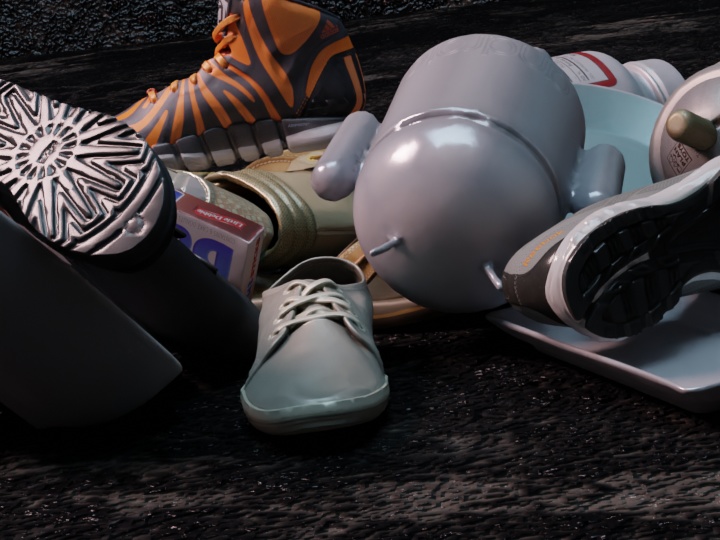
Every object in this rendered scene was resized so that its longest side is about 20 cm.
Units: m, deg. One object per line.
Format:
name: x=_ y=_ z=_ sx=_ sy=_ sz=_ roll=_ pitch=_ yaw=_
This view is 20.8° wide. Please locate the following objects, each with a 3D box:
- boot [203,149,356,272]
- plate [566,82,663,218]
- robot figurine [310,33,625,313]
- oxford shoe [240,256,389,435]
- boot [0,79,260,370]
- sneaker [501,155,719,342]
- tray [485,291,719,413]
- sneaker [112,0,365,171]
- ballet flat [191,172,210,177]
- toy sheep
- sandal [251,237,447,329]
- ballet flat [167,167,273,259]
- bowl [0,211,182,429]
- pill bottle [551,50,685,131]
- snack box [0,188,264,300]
boot: x=-0.058 y=-0.040 z=1.282 sx=0.155 sy=0.074 sz=0.199 roll=-5 pitch=15 yaw=-40
plate: x=0.155 y=-0.052 z=1.216 sx=0.198 sy=0.026 sz=0.201 roll=8 pitch=37 yaw=-6
robot figurine: x=0.060 y=-0.054 z=1.074 sx=0.168 sy=0.114 sz=0.201 roll=4 pitch=34 yaw=13
oxford shoe: x=-0.023 y=0.036 z=0.990 sx=0.074 sy=0.058 sz=0.200 roll=-4 pitch=14 yaw=2
boot: x=-0.106 y=-0.002 z=0.992 sx=0.066 sy=0.200 sz=0.165 roll=-46 pitch=48 yaw=-9
sneaker: x=0.156 y=-0.018 z=1.001 sx=0.199 sy=0.075 sz=0.079 roll=-16 pitch=9 yaw=-35
tray: x=0.152 y=0.037 z=0.971 sx=0.107 sy=0.022 sz=0.200 roll=-11 pitch=13 yaw=-22
sneaker: x=-0.099 y=-0.123 z=1.252 sx=0.198 sy=0.113 sz=0.078 roll=-10 pitch=6 yaw=-5
ballet flat: x=-0.136 y=-0.038 z=1.304 sx=0.070 sy=0.071 sz=0.200 roll=-5 pitch=6 yaw=9
toy sheep: x=0.232 y=-0.066 z=1.115 sx=0.137 sy=0.139 sz=0.199 roll=5 pitch=-10 yaw=43
sandal: x=0.000 y=0.000 z=1.143 sx=0.198 sy=0.055 sz=0.080 roll=-3 pitch=13 yaw=18
ballet flat: x=-0.150 y=-0.040 z=1.172 sx=0.198 sy=0.063 sz=0.068 roll=9 pitch=60 yaw=20
bowl: x=-0.201 y=0.005 z=1.009 sx=0.075 sy=0.200 sz=0.199 roll=-52 pitch=26 yaw=-6
pill bottle: x=0.125 y=-0.087 z=1.333 sx=0.199 sy=0.113 sz=0.112 roll=-13 pitch=13 yaw=-25
snack box: x=-0.151 y=-0.029 z=1.136 sx=0.199 sy=0.072 sz=0.024 roll=23 pitch=34 yaw=15
